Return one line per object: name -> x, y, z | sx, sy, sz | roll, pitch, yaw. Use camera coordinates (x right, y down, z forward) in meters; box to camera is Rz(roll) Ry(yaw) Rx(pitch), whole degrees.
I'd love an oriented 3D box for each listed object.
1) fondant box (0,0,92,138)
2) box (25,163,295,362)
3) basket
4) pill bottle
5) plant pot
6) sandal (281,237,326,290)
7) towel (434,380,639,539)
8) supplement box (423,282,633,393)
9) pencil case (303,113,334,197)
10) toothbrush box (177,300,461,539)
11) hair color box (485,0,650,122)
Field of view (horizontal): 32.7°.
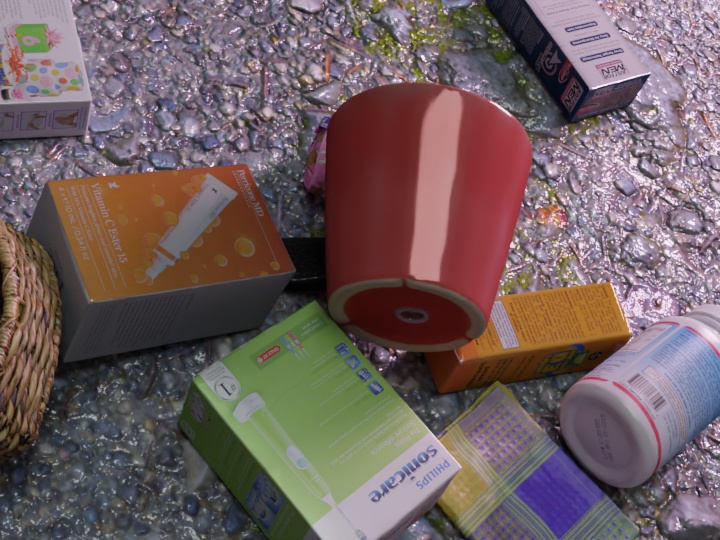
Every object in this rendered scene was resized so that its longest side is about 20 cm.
fondant box -> -0.373, -0.199, 1.192 | 0.198, 0.058, 0.146 | -6, 59, -22
box -> -0.178, -0.010, 1.086 | 0.198, 0.098, 0.125 | -9, 61, -35
basket -> -0.329, 0.042, 0.953 | 0.149, 0.142, 0.202 | 40, 35, -47
pill bottle -> 0.290, 0.113, 1.175 | 0.199, 0.109, 0.109 | -30, 70, -33
plant pot -> 0.052, -0.037, 1.094 | 0.198, 0.201, 0.179 | 13, 63, -10
sandal -> 0.000, 0.000, 1.201 | 0.197, 0.045, 0.076 | 1, 49, -1
towel -> 0.149, 0.207, 1.116 | 0.143, 0.023, 0.200 | -31, 71, -34
supplement box -> 0.162, 0.064, 1.192 | 0.198, 0.067, 0.069 | -9, 60, -24
pencil case -> 0.043, -0.097, 1.253 | 0.198, 0.087, 0.083 | 17, 20, -8
toothbrush box -> -0.037, 0.150, 1.050 | 0.145, 0.086, 0.200 | -33, 71, -34
hair color box -> 0.244, -0.279, 1.459 | 0.099, 0.061, 0.201 | -17, 63, -28
